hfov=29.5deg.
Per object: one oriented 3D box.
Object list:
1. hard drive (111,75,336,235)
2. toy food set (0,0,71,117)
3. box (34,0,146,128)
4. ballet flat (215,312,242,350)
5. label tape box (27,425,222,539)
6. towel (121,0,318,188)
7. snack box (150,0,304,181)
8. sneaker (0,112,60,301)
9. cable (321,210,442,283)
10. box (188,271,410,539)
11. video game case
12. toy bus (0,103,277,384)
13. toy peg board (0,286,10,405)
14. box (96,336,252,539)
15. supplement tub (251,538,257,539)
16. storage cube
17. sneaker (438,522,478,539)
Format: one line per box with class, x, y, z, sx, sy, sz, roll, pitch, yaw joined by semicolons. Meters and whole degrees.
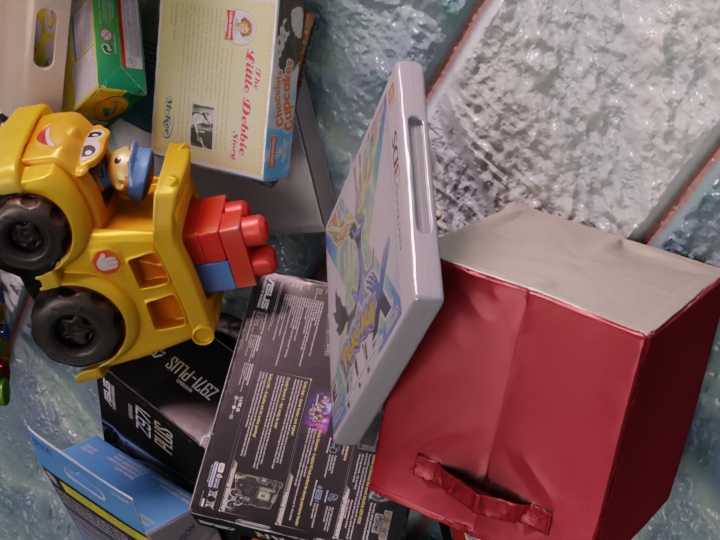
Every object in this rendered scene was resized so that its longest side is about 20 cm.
hard drive;-0.118;-0.091;1.143;0.199;0.026;0.133;-3;108;36
toy food set;-0.274;-0.224;1.109;0.200;0.060;0.144;51;137;49
box;-0.241;-0.163;1.134;0.200;0.048;0.118;-24;68;51
ballet flat;-0.105;0.084;1.189;0.199;0.057;0.067;21;119;26
label tape box;-0.188;0.209;1.164;0.143;0.066;0.201;23;143;36
towel;-0.128;-0.168;1.096;0.199;0.022;0.148;26;112;27
snack box;-0.100;-0.177;1.041;0.116;0.037;0.202;15;107;31
sneaker;-0.290;-0.042;1.262;0.104;0.060;0.201;23;126;26
cable;0.000;0.000;1.105;0.097;0.051;0.200;28;142;-11
box;-0.027;0.111;1.046;0.159;0.201;0.044;11;159;7
video game case;0.011;-0.007;0.920;0.022;0.183;0.200;6;147;-14
toy bus;-0.166;-0.034;1.038;0.190;0.136;0.201;-12;123;12
toy peg board;-0.374;0.031;1.291;0.097;0.199;0.202;-3;111;3
box;-0.136;0.148;1.175;0.163;0.086;0.201;36;149;16
supplement tub;-0.002;0.283;1.145;0.199;0.123;0.123;24;122;11
storage cube;0.130;0.074;0.942;0.170;0.200;0.181;21;114;26
sneaker;0.124;0.212;1.088;0.067;0.107;0.203;91;165;-64
